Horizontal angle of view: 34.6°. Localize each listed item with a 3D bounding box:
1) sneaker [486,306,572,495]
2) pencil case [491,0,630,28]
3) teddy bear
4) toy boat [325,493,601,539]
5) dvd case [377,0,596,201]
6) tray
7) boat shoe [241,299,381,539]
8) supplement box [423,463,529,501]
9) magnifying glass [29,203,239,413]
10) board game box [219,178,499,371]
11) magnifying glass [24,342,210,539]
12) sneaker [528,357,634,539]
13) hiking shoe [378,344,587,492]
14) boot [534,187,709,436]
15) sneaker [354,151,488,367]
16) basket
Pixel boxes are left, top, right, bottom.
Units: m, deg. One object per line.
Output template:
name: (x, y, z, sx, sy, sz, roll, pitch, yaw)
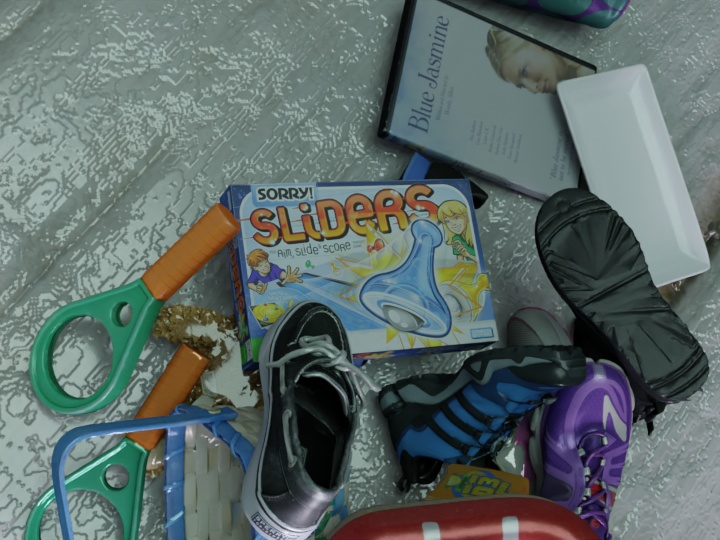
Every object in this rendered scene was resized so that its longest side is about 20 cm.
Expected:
sneaker: (0.128, 0.127, 0.942, 0.088, 0.081, 0.200, 5, 75, -18)
pencil case: (0.146, -0.285, 1.041, 0.200, 0.085, 0.093, 12, 90, -15)
teddy bear: (-0.101, 0.085, 0.898, 0.145, 0.067, 0.200, 15, 80, -4)
toy boat: (0.073, 0.221, 0.732, 0.200, 0.131, 0.131, -4, 107, -11)
dvd case: (0.117, -0.151, 1.021, 0.200, 0.018, 0.143, 18, 73, -21)
tray: (0.243, -0.082, 1.047, 0.107, 0.022, 0.200, -16, 87, -28)
boat shoe: (-0.029, 0.079, 0.745, 0.074, 0.068, 0.199, 32, 35, -12)
supplement box: (0.085, 0.249, 0.855, 0.069, 0.067, 0.200, 3, 107, 23)
magnifying glass: (-0.166, 0.027, 0.841, 0.200, 0.022, 0.080, -42, 69, 12)
board game box: (0.000, 0.000, 0.881, 0.200, 0.034, 0.136, -4, 75, -23)
magnifying glass: (-0.173, 0.144, 0.844, 0.080, 0.022, 0.200, 32, 87, 2)
sneaker: (0.169, 0.166, 0.866, 0.080, 0.083, 0.200, 8, 95, -9)
hiking shoe: (0.098, 0.110, 0.879, 0.074, 0.200, 0.087, 1, 72, -39)
boot: (0.202, 0.039, 0.944, 0.073, 0.162, 0.198, -33, 79, -5)
sneaker: (0.042, -0.002, 0.951, 0.078, 0.070, 0.200, 25, 70, -3)
basket: (-0.105, 0.173, 0.781, 0.200, 0.139, 0.177, -10, 106, -28)
